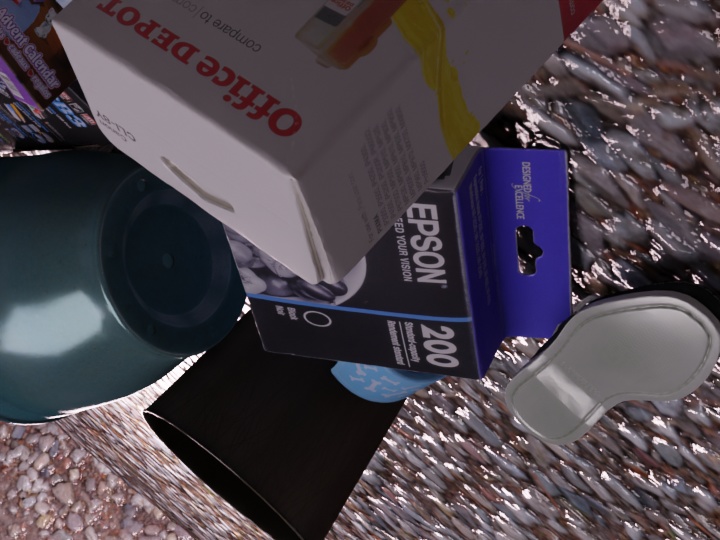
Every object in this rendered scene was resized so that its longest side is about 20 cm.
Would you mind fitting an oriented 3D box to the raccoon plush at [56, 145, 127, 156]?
[{"bbox_3d":[-0.219,-0.165,1.341,0.134,0.097,0.200,48,147,15],"label":"raccoon plush"}]

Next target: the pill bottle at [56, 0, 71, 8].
[{"bbox_3d":[-0.100,-0.152,1.013,0.200,0.109,0.109,48,163,-15],"label":"pill bottle"}]

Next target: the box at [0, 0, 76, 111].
[{"bbox_3d":[-0.206,-0.216,1.054,0.039,0.137,0.200,25,156,46],"label":"box"}]

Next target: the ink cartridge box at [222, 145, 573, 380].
[{"bbox_3d":[0.024,-0.006,1.024,0.199,0.044,0.199,5,147,12],"label":"ink cartridge box"}]

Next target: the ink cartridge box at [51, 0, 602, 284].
[{"bbox_3d":[-0.006,-0.115,0.731,0.145,0.200,0.084,33,161,27],"label":"ink cartridge box"}]

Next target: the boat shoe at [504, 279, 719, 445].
[{"bbox_3d":[0.150,0.041,1.000,0.076,0.060,0.200,47,149,-6],"label":"boat shoe"}]

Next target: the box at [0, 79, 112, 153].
[{"bbox_3d":[-0.265,-0.162,1.201,0.198,0.050,0.200,-1,142,51],"label":"box"}]

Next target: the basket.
[{"bbox_3d":[-0.034,0.079,1.258,0.136,0.200,0.181,22,157,45],"label":"basket"}]

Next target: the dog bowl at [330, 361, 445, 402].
[{"bbox_3d":[0.000,0.000,1.167,0.200,0.112,0.049,49,152,-18],"label":"dog bowl"}]

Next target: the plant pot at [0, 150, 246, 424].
[{"bbox_3d":[-0.187,0.002,1.233,0.187,0.200,0.200,-11,127,45],"label":"plant pot"}]
